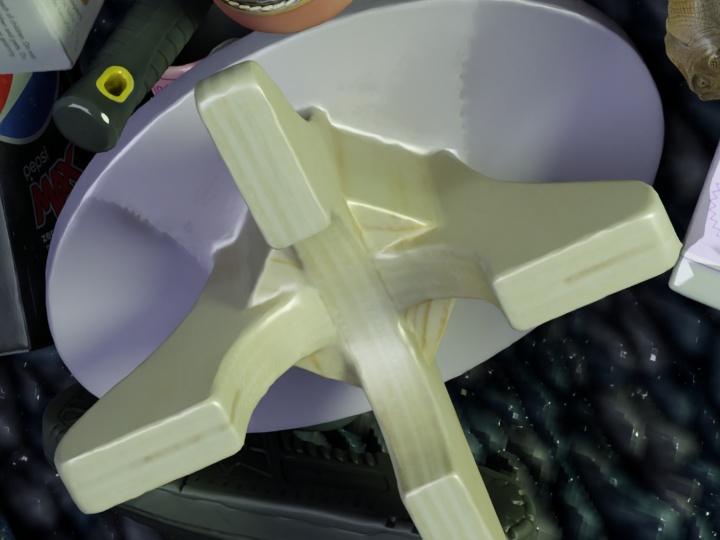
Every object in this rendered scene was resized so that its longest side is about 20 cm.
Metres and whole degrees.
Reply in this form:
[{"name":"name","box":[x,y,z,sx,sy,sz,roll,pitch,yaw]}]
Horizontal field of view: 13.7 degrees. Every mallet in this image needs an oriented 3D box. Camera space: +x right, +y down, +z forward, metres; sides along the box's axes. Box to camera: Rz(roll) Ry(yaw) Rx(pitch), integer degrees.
[{"name":"mallet","box":[-0.032,-0.090,0.867,0.066,0.200,0.041,33,133,-12]}]

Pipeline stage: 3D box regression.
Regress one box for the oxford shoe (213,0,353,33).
[{"name":"oxford shoe","box":[-0.042,-0.167,0.811,0.070,0.075,0.200,-21,73,15]}]

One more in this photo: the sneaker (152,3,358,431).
[{"name":"sneaker","box":[-0.041,-0.042,0.954,0.070,0.082,0.201,-7,95,28]}]

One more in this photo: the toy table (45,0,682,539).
[{"name":"toy table","box":[0.000,0.000,0.879,0.200,0.117,0.184,-35,113,11]}]

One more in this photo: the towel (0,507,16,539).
[{"name":"towel","box":[-0.201,0.143,1.085,0.200,0.049,0.112,-20,89,29]}]

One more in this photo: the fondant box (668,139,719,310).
[{"name":"fondant box","box":[0.204,-0.028,0.829,0.200,0.058,0.145,22,108,13]}]

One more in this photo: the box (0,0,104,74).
[{"name":"box","box":[-0.117,-0.165,0.895,0.101,0.200,0.113,-2,137,27]}]

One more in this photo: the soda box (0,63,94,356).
[{"name":"soda box","box":[-0.140,-0.071,1.011,0.071,0.063,0.201,-9,95,28]}]

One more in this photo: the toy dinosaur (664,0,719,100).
[{"name":"toy dinosaur","box":[0.078,-0.141,0.892,0.101,0.058,0.200,-37,81,28]}]

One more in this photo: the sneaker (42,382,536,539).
[{"name":"sneaker","box":[-0.011,0.106,0.963,0.199,0.060,0.104,13,123,16]}]
